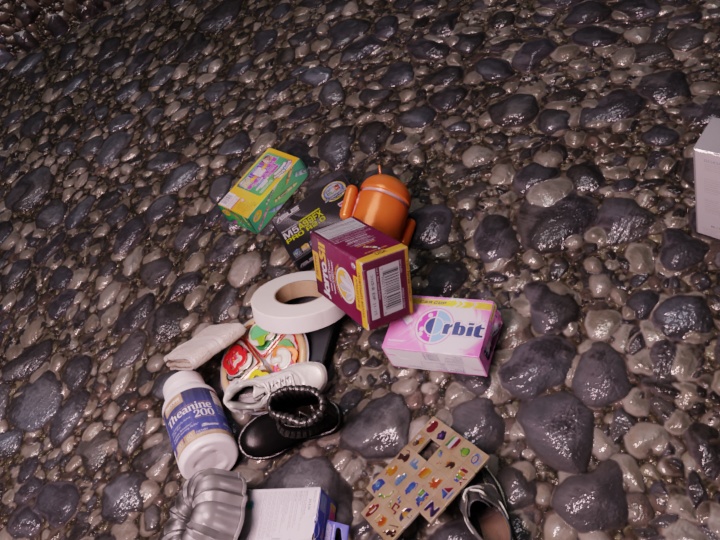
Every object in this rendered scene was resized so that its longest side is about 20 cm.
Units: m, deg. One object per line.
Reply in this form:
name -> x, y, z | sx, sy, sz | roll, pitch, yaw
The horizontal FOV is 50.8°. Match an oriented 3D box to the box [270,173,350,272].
box -> -0.084, -0.104, 1.664 | 0.198, 0.045, 0.161 | -32, 46, -1

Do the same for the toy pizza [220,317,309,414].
toy pizza -> -0.189, 0.173, 1.452 | 0.196, 0.032, 0.205 | -11, 62, 21

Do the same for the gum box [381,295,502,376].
gum box -> 0.149, 0.114, 1.347 | 0.196, 0.067, 0.115 | 3, 55, 29

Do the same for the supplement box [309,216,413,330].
supplement box -> 0.000, 0.000, 1.376 | 0.101, 0.134, 0.199 | -19, 26, -24

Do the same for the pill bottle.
pill bottle -> -0.305, 0.282, 1.407 | 0.110, 0.112, 0.201 | -33, 44, -3

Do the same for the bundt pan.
bundt pan -> -0.265, 0.416, 1.234 | 0.202, 0.075, 0.204 | -48, 27, 34

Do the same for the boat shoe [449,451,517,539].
boat shoe -> 0.182, 0.348, 1.139 | 0.071, 0.068, 0.202 | -28, 43, 4

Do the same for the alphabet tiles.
alphabet tiles -> 0.092, 0.334, 1.197 | 0.200, 0.008, 0.166 | -44, 26, -11

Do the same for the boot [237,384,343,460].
boot -> -0.137, 0.259, 1.298 | 0.207, 0.158, 0.081 | -23, 69, 7

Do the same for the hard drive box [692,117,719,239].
hard drive box -> 0.625, -0.131, 1.215 | 0.154, 0.201, 0.077 | 24, 65, 38

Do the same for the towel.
towel -> -0.312, 0.148, 1.496 | 0.132, 0.035, 0.199 | -36, 12, -29

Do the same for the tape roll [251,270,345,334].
tape roll -> -0.115, 0.059, 1.484 | 0.197, 0.038, 0.204 | -7, 25, 3

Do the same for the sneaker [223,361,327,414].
sneaker -> -0.154, 0.215, 1.365 | 0.195, 0.081, 0.077 | -16, 82, -1

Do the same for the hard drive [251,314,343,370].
hard drive -> -0.138, 0.133, 1.502 | 0.196, 0.033, 0.142 | -2, 53, 26

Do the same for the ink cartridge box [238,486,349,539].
ink cartridge box -> -0.118, 0.429, 1.216 | 0.196, 0.077, 0.139 | -10, 49, 22

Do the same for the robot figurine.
robot figurine -> 0.037, -0.106, 1.542 | 0.141, 0.117, 0.204 | 15, 74, 16

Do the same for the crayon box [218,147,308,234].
crayon box -> -0.230, -0.193, 1.802 | 0.117, 0.059, 0.201 | 24, 66, 38
